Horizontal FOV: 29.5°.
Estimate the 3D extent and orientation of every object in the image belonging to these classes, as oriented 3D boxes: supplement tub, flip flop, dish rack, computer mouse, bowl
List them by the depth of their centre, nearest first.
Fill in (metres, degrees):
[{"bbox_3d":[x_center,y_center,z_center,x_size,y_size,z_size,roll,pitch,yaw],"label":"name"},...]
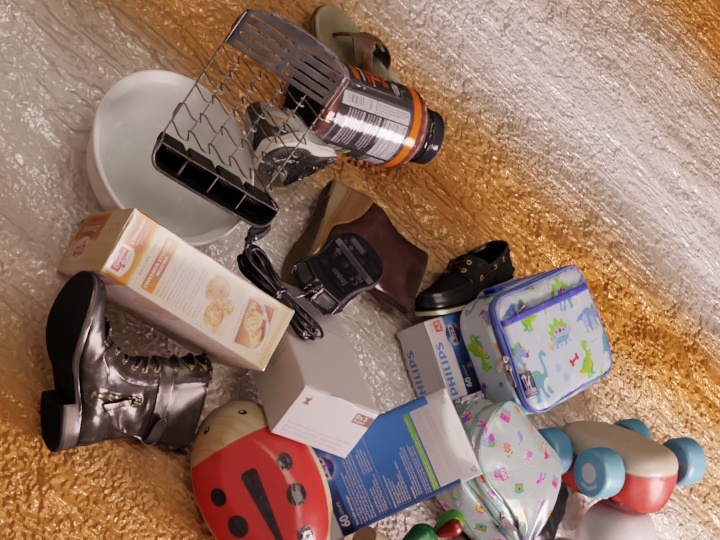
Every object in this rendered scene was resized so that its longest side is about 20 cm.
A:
[{"bbox_3d":[-0.110,-0.163,1.426,0.153,0.201,0.055,29,17,-27],"label":"dish rack"},{"bbox_3d":[-0.221,-0.107,1.485,0.200,0.090,0.203,18,60,-34],"label":"bowl"},{"bbox_3d":[-0.062,-0.004,1.511,0.141,0.046,0.200,48,36,-1],"label":"computer mouse"},{"bbox_3d":[0.010,-0.191,1.707,0.199,0.107,0.108,15,62,-36],"label":"supplement tub"},{"bbox_3d":[0.014,-0.269,1.776,0.200,0.057,0.081,48,48,-14],"label":"flip flop"}]

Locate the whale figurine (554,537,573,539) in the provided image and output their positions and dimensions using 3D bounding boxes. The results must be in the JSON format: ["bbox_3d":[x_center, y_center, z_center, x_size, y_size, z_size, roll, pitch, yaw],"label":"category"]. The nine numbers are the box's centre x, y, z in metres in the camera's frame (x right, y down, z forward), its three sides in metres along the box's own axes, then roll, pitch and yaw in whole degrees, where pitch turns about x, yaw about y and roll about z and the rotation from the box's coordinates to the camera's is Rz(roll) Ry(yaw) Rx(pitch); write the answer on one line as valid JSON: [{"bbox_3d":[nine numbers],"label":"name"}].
[{"bbox_3d":[0.238,0.412,1.603,0.103,0.160,0.201,25,38,-2],"label":"whale figurine"}]

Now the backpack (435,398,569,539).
[{"bbox_3d":[0.159,0.241,1.625,0.201,0.126,0.167,52,42,-22],"label":"backpack"}]

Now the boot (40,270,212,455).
[{"bbox_3d":[-0.226,0.095,1.373,0.173,0.069,0.202,0,111,-38],"label":"boot"}]

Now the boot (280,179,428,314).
[{"bbox_3d":[0.000,0.000,1.638,0.166,0.072,0.201,39,47,-18],"label":"boot"}]

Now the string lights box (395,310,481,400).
[{"bbox_3d":[0.145,0.099,1.727,0.199,0.059,0.104,-15,84,-43],"label":"string lights box"}]

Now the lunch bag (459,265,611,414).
[{"bbox_3d":[0.219,0.085,1.700,0.199,0.082,0.162,-18,88,-44],"label":"lunch bag"}]

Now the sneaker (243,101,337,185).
[{"bbox_3d":[-0.082,-0.150,1.582,0.080,0.073,0.200,65,9,10],"label":"sneaker"}]

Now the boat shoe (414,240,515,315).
[{"bbox_3d":[0.128,0.011,1.735,0.201,0.073,0.064,-25,110,-50],"label":"boat shoe"}]

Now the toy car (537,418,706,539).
[{"bbox_3d":[0.317,0.306,1.750,0.183,0.176,0.202,-1,100,-36],"label":"toy car"}]

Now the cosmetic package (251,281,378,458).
[{"bbox_3d":[-0.061,0.101,1.478,0.101,0.074,0.201,24,25,-29],"label":"cosmetic package"}]

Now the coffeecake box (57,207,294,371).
[{"bbox_3d":[-0.191,0.020,1.403,0.199,0.153,0.074,34,75,-25],"label":"coffeecake box"}]

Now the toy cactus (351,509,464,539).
[{"bbox_3d":[0.044,0.333,1.466,0.200,0.102,0.165,-47,132,-9],"label":"toy cactus"}]

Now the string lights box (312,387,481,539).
[{"bbox_3d":[0.020,0.216,1.498,0.198,0.059,0.104,-23,83,-8],"label":"string lights box"}]

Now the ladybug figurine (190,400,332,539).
[{"bbox_3d":[-0.102,0.230,1.416,0.135,0.072,0.201,-30,84,-4],"label":"ladybug figurine"}]
